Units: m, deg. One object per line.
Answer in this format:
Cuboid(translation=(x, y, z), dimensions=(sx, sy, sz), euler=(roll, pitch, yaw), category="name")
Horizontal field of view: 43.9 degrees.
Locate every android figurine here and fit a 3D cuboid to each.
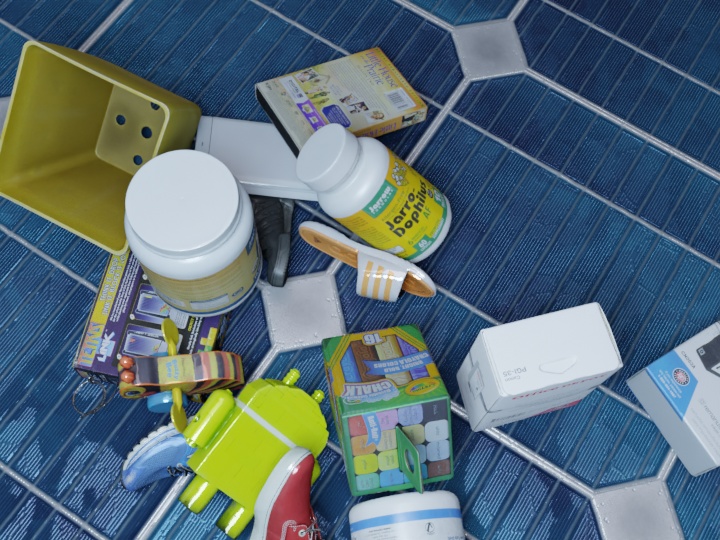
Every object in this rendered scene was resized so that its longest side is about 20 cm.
Cuboid(translation=(-0.118, 0.209, 1.048), dimensions=(0.182, 0.041, 0.200), euler=(43, 76, -29), category="android figurine")

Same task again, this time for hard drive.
Cuboid(translation=(-0.123, -0.152, 1.212), dimensions=(0.200, 0.027, 0.132), euler=(6, 46, -10), category="hard drive")

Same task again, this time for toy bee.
Cuboid(translation=(-0.235, 0.130, 1.033), dimensions=(0.200, 0.109, 0.131), euler=(-29, 72, -13), category="toy bee")

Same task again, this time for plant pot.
Cuboid(translation=(-0.317, -0.166, 1.146), dimensions=(0.200, 0.176, 0.200), euler=(26, 111, 7), category="plant pot")

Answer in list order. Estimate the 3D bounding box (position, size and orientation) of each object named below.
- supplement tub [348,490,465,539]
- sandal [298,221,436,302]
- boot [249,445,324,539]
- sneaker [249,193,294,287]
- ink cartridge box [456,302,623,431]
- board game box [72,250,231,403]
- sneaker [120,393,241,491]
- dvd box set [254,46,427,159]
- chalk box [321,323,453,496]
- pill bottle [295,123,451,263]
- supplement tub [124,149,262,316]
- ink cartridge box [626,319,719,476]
Cuboid(translation=(0.062, 0.358, 1.004), dimensions=(0.132, 0.132, 0.200), euler=(-7, 70, -5), category="supplement tub")
Cuboid(translation=(0.000, 0.003, 1.174), dimensions=(0.207, 0.079, 0.059), euler=(24, 71, 16), category="sandal")
Cuboid(translation=(-0.049, 0.302, 0.991), dimensions=(0.144, 0.200, 0.072), euler=(27, 27, 24), category="boot")
Cuboid(translation=(-0.142, -0.070, 1.200), dimensions=(0.104, 0.060, 0.200), euler=(6, 60, -5), category="sneaker")
Cuboid(translation=(0.206, 0.119, 1.065), dimensions=(0.146, 0.200, 0.083), euler=(-13, 70, -7), category="ink cartridge box")
Cuboid(translation=(-0.255, 0.056, 1.149), dimensions=(0.165, 0.057, 0.200), euler=(12, 69, 4), category="board game box")
Cuboid(translation=(-0.190, 0.221, 1.075), dimensions=(0.200, 0.079, 0.089), euler=(-23, 69, -11), category="sneaker")
Cuboid(translation=(-0.028, -0.236, 1.254), dimensions=(0.200, 0.029, 0.146), euler=(-22, 58, -20), category="dvd box set")
Cuboid(translation=(0.033, 0.171, 1.029), dimensions=(0.124, 0.125, 0.200), euler=(-9, 29, -6), category="chalk box")
Cuboid(translation=(0.016, -0.099, 1.136), dimensions=(0.113, 0.200, 0.113), euler=(-27, 46, 32), category="pill bottle")
Cuboid(translation=(-0.194, -0.040, 1.051), dimensions=(0.145, 0.200, 0.145), euler=(1, 69, -2), category="supplement tub")
Cuboid(translation=(0.467, 0.142, 1.129), dimensions=(0.200, 0.084, 0.145), euler=(-29, 72, -13), category="ink cartridge box")
